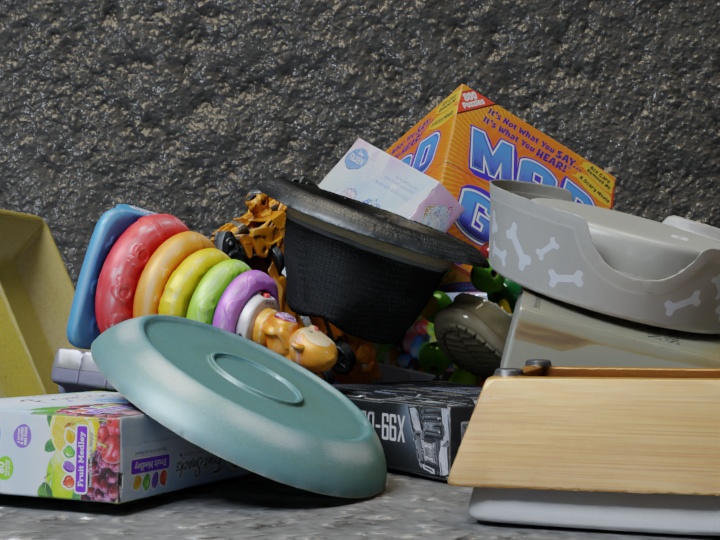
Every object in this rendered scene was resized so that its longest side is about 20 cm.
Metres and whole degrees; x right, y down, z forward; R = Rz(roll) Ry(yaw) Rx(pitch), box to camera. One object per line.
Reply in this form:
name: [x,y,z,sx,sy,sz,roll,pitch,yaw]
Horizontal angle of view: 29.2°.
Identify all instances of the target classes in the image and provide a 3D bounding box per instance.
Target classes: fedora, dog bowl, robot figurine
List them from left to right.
robot figurine: [-0.057,0.026,1.121,0.058,0.202,0.145,0,29,45]
fedora: [0.000,0.000,1.026,0.199,0.093,0.201,19,5,-2]
dog bowl: [0.178,-0.010,0.940,0.198,0.059,0.200,13,11,-2]

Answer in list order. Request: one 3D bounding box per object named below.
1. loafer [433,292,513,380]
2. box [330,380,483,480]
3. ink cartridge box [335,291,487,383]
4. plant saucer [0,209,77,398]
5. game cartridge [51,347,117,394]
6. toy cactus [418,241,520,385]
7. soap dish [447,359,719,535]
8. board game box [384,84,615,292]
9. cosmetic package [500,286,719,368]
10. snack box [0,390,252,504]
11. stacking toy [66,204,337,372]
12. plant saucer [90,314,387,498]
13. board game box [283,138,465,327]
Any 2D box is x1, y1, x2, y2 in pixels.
loafer: [0.131,0.060,1.060,0.076,0.068,0.199,5,-21,45]
box: [0.059,0.111,0.997,0.156,0.050,0.199,2,-1,-37]
ink cartridge box: [0.047,0.080,1.270,0.198,0.121,0.042,0,1,23]
plant saucer: [-0.267,0.052,1.122,0.048,0.202,0.200,-24,-3,3]
game cartridge: [-0.150,0.097,1.059,0.128,0.039,0.200,2,-13,6]
toy cactus: [0.112,0.043,1.163,0.164,0.201,0.102,-24,48,-23]
soap dish: [0.161,0.093,0.759,0.198,0.082,0.157,-1,-1,18]
board game box: [0.109,-0.018,1.388,0.199,0.201,0.200,28,-36,-20]
cosmetic package: [0.193,0.069,0.907,0.198,0.072,0.105,14,13,4]
snack box: [-0.156,0.105,0.852,0.141,0.054,0.200,-1,-3,21]
stacking toy: [-0.100,0.030,0.984,0.198,0.111,0.116,18,0,29]
plant saucer: [-0.068,0.076,0.845,0.199,0.028,0.200,27,9,-4]
board game box: [-0.019,-0.018,1.279,0.043,0.199,0.200,41,-1,-26]
